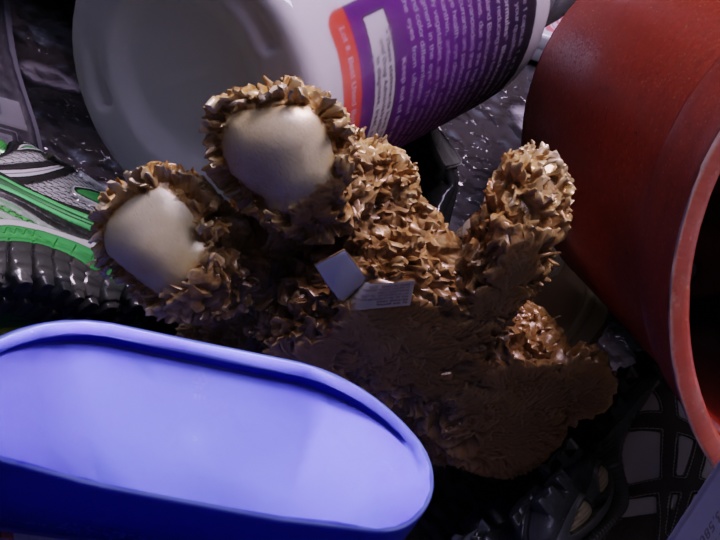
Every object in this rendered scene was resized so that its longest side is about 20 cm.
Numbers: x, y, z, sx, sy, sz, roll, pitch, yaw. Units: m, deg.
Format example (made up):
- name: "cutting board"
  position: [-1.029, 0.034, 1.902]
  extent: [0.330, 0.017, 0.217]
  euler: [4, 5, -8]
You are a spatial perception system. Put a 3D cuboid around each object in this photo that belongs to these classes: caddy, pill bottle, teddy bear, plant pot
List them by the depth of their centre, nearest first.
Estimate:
- name: "caddy"
  position: [-0.070, 0.100, 0.860]
  extent: [0.200, 0.105, 0.142]
  euler: [13, 63, -19]
- name: "teddy bear"
  position: [0.000, 0.000, 0.906]
  extent: [0.200, 0.145, 0.067]
  euler: [17, 33, -32]
- name: "plant pot"
  position: [0.159, -0.029, 0.942]
  extent: [0.200, 0.201, 0.195]
  euler: [11, 14, -22]
- name: "pill bottle"
  position: [-0.001, -0.099, 0.985]
  extent: [0.111, 0.112, 0.200]
  euler: [41, 41, 17]

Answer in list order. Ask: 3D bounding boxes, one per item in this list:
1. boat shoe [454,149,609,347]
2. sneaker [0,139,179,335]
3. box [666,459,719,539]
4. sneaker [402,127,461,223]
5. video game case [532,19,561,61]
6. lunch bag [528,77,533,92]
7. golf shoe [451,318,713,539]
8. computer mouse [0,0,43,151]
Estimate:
- name: "boat shoe"
  position: [0.057, 0.013, 1.067]
  extent: [0.064, 0.071, 0.200]
  euler: [35, 27, -4]
- name: "sneaker"
  position: [-0.101, -0.011, 0.951]
  extent: [0.200, 0.078, 0.085]
  euler: [11, 47, -56]
- name: "box"
  position: [0.179, 0.166, 0.854]
  extent: [0.199, 0.200, 0.131]
  euler: [5, 41, -28]
- name: "sneaker"
  position: [0.004, -0.044, 1.086]
  extent: [0.066, 0.091, 0.200]
  euler: [16, 38, -17]
- name: "video game case"
  position: [0.166, -0.126, 1.348]
  extent: [0.200, 0.017, 0.143]
  euler: [16, 38, -17]
- name: "lunch bag"
  position: [0.174, -0.039, 1.170]
  extent: [0.200, 0.077, 0.160]
  euler: [41, 10, 12]
- name: "golf shoe"
  position: [0.105, 0.090, 1.019]
  extent: [0.095, 0.078, 0.200]
  euler: [49, 39, -3]
- name: "computer mouse"
  position: [-0.170, -0.078, 1.038]
  extent: [0.138, 0.053, 0.200]
  euler: [20, 43, -32]
